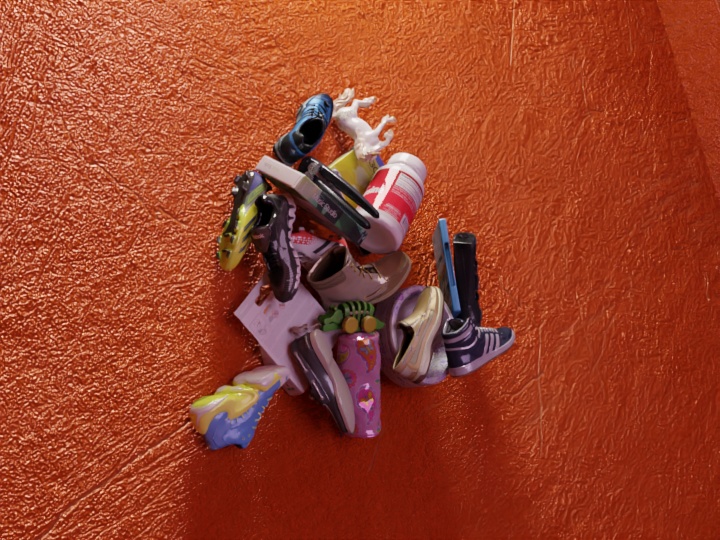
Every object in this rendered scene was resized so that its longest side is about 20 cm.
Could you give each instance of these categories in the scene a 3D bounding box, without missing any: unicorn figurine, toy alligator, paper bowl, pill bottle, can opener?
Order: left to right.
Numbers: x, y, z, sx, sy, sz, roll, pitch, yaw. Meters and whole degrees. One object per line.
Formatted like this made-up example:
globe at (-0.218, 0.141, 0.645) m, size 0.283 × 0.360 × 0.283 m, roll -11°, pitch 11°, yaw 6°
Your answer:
can opener at (-0.043, -0.151, 1.647) m, size 0.064 × 0.199 × 0.079 m, roll -57°, pitch 157°, yaw 5°
toy alligator at (-0.036, 0.084, 1.597) m, size 0.198 × 0.059 × 0.055 m, roll 1°, pitch 99°, yaw -33°
unicorn figurine at (0.010, -0.289, 1.782) m, size 0.137 × 0.199 × 0.074 m, roll -37°, pitch 149°, yaw -32°
pill bottle at (0.062, -0.139, 1.737) m, size 0.112 × 0.112 × 0.201 m, roll 46°, pitch 51°, yaw -26°
paper bowl at (0.098, 0.137, 1.761) m, size 0.200 × 0.104 × 0.203 m, roll 14°, pitch 70°, yaw -42°

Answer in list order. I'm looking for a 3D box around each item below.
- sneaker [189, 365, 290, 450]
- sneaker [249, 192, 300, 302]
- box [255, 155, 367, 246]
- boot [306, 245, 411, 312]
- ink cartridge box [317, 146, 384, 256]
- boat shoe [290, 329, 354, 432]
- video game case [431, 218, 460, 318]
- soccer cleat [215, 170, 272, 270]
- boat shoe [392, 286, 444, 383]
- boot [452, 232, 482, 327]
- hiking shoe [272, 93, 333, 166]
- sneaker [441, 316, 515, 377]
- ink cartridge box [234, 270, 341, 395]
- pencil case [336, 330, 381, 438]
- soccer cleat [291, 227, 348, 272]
sneaker at (-0.196, 0.237, 1.469) m, size 0.199 × 0.075 × 0.106 m, roll -23°, pitch 106°, yaw -35°
sneaker at (-0.156, -0.044, 1.518) m, size 0.090 × 0.066 × 0.202 m, roll 9°, pitch 73°, yaw -51°
box at (-0.090, -0.129, 1.601) m, size 0.200 × 0.144 × 0.036 m, roll 39°, pitch 84°, yaw -43°
boot at (0.000, 0.000, 1.630) m, size 0.199 × 0.072 × 0.155 m, roll -35°, pitch 142°, yaw -7°
ink cartridge box at (0.022, -0.164, 1.813) m, size 0.200 × 0.047 × 0.199 m, roll -43°, pitch 108°, yaw -40°
boat shoe at (-0.066, 0.205, 1.555) m, size 0.073 × 0.061 × 0.202 m, roll -59°, pitch 129°, yaw -71°
video game case at (0.184, 0.005, 1.867) m, size 0.018 × 0.143 × 0.202 m, roll -7°, pitch 76°, yaw -4°
soccer cleat at (-0.202, -0.086, 1.552) m, size 0.083 × 0.064 × 0.202 m, roll 31°, pitch 58°, yaw -36°
boat shoe at (0.107, 0.112, 1.663) m, size 0.076 × 0.072 × 0.202 m, roll 25°, pitch 59°, yaw -19°
boot at (0.225, 0.014, 1.871) m, size 0.165 × 0.065 × 0.202 m, roll -98°, pitch 178°, yaw -75°
hiking shoe at (-0.091, -0.282, 1.701) m, size 0.074 × 0.086 × 0.201 m, roll 47°, pitch 50°, yaw -25°
sneaker at (0.242, 0.130, 1.777) m, size 0.199 × 0.070 × 0.109 m, roll -27°, pitch 102°, yaw -40°
ink cartridge box at (-0.138, 0.101, 1.580) m, size 0.200 × 0.050 × 0.161 m, roll 50°, pitch 49°, yaw -19°
pencil case at (-0.002, 0.214, 1.628) m, size 0.087 × 0.087 × 0.202 m, roll -10°, pitch 100°, yaw -46°
soccer cleat at (-0.094, -0.029, 1.643) m, size 0.199 × 0.068 × 0.086 m, roll 7°, pitch 70°, yaw -48°
